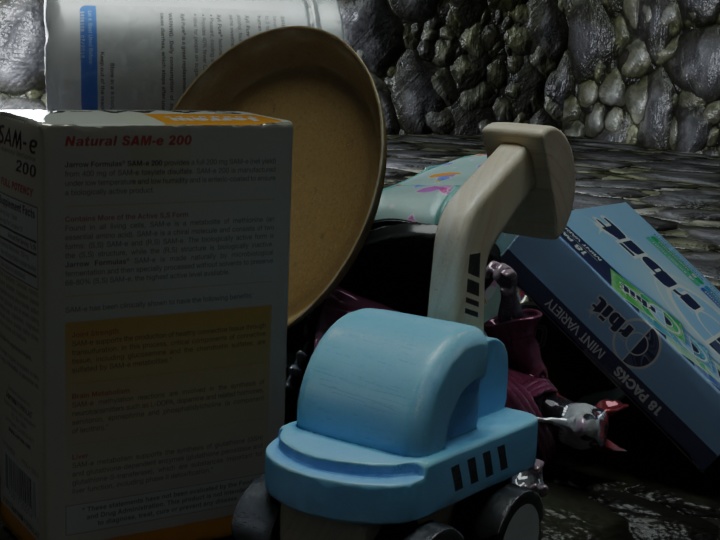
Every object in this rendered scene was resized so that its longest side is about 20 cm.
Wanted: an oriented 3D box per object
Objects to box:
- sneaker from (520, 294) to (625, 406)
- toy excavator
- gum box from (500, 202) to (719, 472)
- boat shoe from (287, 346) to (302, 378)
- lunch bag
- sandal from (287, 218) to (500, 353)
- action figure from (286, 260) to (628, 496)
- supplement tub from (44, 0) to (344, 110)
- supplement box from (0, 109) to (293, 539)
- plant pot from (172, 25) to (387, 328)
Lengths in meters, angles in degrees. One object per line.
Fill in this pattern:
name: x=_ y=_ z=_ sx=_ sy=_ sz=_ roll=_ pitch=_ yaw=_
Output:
sneaker: x=0.144 y=0.046 z=0.863 sx=0.066 sy=0.092 sz=0.200 roll=6 pitch=11 yaw=24
toy excavator: x=0.038 y=0.037 z=0.578 sx=0.099 sy=0.204 sz=0.193 roll=11 pitch=13 yaw=36
gum box: x=0.190 y=0.031 z=0.805 sx=0.170 sy=0.045 sz=0.199 roll=47 pitch=23 yaw=16
boat shoe: x=-0.074 y=0.037 z=0.930 sx=0.073 sy=0.066 sz=0.201 roll=-3 pitch=12 yaw=-27
lunch bag: x=0.081 y=0.006 z=0.895 sx=0.076 sy=0.163 sz=0.199 roll=3 pitch=15 yaw=31
sandal: x=-0.001 y=0.000 z=0.787 sx=0.198 sy=0.049 sz=0.075 roll=-18 pitch=-43 yaw=37
action figure: x=0.055 y=0.083 z=0.726 sx=0.197 sy=0.136 sz=0.150 roll=15 pitch=-32 yaw=0
supplement tub: x=-0.118 y=-0.134 z=0.878 sx=0.196 sy=0.134 sz=0.132 roll=0 pitch=11 yaw=-14
supplement box: x=-0.104 y=0.026 z=0.605 sx=0.124 sy=0.204 sz=0.073 roll=-3 pitch=12 yaw=-32
plant pot: x=-0.059 y=-0.048 z=0.761 sx=0.198 sy=0.203 sz=0.027 roll=11 pitch=-8 yaw=41
